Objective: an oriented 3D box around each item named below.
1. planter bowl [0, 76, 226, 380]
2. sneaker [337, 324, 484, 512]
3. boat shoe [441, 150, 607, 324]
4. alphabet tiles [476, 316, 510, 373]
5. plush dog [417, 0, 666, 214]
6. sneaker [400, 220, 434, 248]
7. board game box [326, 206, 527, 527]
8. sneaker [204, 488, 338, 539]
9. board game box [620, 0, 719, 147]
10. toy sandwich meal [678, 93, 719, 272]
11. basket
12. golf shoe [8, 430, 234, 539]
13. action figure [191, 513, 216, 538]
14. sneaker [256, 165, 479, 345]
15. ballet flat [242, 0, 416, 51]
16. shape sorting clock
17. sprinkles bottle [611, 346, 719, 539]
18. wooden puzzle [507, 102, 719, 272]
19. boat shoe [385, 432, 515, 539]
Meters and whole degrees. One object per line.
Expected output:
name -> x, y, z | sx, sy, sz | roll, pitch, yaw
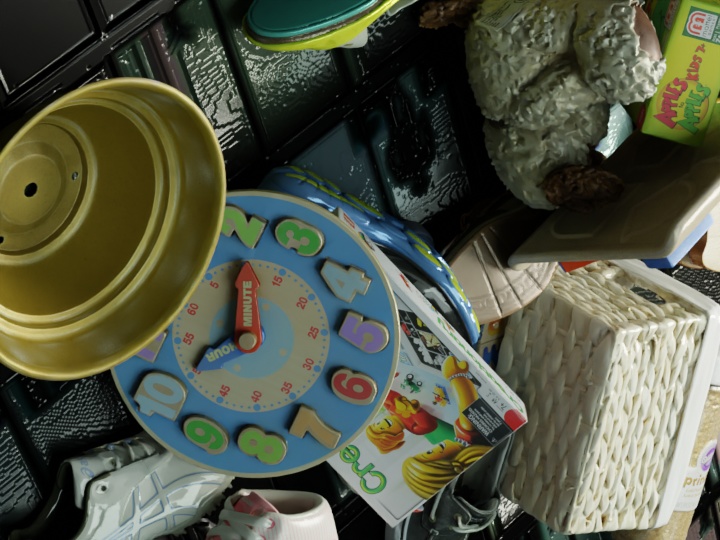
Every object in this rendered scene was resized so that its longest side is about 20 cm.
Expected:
planter bowl -> -0.187, -0.039, 1.462 | 0.200, 0.083, 0.200 | -23, 127, -34
sneaker -> 0.064, 0.095, 1.793 | 0.075, 0.085, 0.200 | 24, 94, -49
boat shoe -> 0.112, -0.024, 1.783 | 0.200, 0.072, 0.072 | -43, 112, -29
alphabet tiles -> 0.156, 0.039, 1.914 | 0.166, 0.006, 0.200 | -18, 124, -39
plush dog -> 0.130, -0.125, 1.696 | 0.160, 0.200, 0.172 | -10, 114, -4
sneaker -> 0.003, 0.055, 1.709 | 0.200, 0.082, 0.070 | -52, 139, -11
board game box -> 0.004, 0.069, 1.622 | 0.126, 0.035, 0.200 | -40, 106, 13
sneaker -> -0.102, 0.206, 1.597 | 0.200, 0.075, 0.105 | -15, 114, -25
board game box -> 0.227, -0.167, 1.735 | 0.048, 0.200, 0.102 | 13, 105, -7
toy sandwich meal -> 0.304, -0.093, 1.940 | 0.205, 0.070, 0.205 | -24, 127, -35
basket -> 0.186, 0.100, 1.875 | 0.123, 0.136, 0.200 | -4, 115, -40
golf shoe -> -0.158, 0.146, 1.607 | 0.200, 0.078, 0.097 | -51, 132, -13
action figure -> -0.087, 0.241, 1.711 | 0.119, 0.102, 0.200 | -55, 136, -9
sneaker -> 0.000, 0.000, 1.660 | 0.200, 0.071, 0.083 | 31, 104, -23
ballet flat -> 0.004, -0.191, 1.589 | 0.200, 0.067, 0.067 | -39, 148, -24
shape sorting clock -> -0.073, 0.044, 1.570 | 0.039, 0.200, 0.200 | -59, 167, -76
sprinkles bottle -> 0.279, 0.154, 2.058 | 0.068, 0.068, 0.200 | -2, 114, -45
wooden puzzle -> 0.223, -0.057, 1.694 | 0.185, 0.200, 0.046 | -44, 107, -27
boat shoe -> 0.074, 0.179, 1.861 | 0.072, 0.071, 0.200 | -8, 118, -43
